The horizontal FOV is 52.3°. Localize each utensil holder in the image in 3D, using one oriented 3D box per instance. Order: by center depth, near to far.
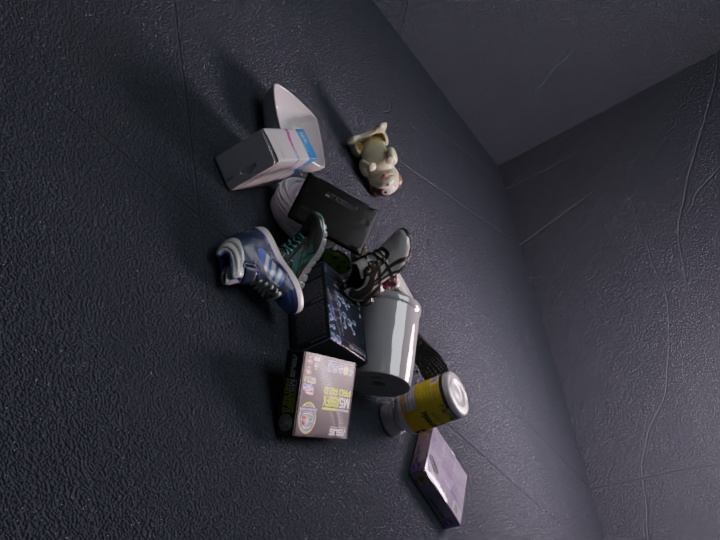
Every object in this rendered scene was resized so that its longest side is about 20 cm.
[{"bbox_3d":[0.050,0.173,1.713,0.170,0.168,0.202,39,49,-44],"label":"utensil holder"}]

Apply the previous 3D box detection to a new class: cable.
[{"bbox_3d":[-0.117,-0.138,1.744,0.200,0.070,0.199,45,31,18],"label":"cable"}]

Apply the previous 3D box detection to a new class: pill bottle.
[{"bbox_3d":[0.150,0.329,1.769,0.111,0.198,0.112,45,30,-36],"label":"pill bottle"}]

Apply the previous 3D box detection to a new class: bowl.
[{"bbox_3d":[-0.183,-0.357,1.899,0.199,0.074,0.202,33,39,-52],"label":"bowl"}]

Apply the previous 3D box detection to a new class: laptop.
[{"bbox_3d":[-0.064,-0.136,1.707,0.186,0.116,0.202,27,61,-8],"label":"laptop"}]

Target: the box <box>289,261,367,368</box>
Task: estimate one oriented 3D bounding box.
[{"bbox_3d":[-0.074,0.111,1.627,0.148,0.106,0.202,39,35,-46],"label":"box"}]

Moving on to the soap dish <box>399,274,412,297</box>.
[{"bbox_3d":[0.065,0.071,1.970,0.199,0.081,0.159,6,52,-62],"label":"soap dish"}]

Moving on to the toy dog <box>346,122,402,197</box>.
[{"bbox_3d":[0.050,-0.331,2.324,0.202,0.138,0.194,66,-13,7],"label":"toy dog"}]

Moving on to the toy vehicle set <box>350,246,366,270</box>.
[{"bbox_3d":[0.000,0.000,1.778,0.201,0.026,0.125,86,-8,-53],"label":"toy vehicle set"}]

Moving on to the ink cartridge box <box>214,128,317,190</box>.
[{"bbox_3d":[-0.209,-0.252,1.650,0.086,0.143,0.200,64,24,0],"label":"ink cartridge box"}]

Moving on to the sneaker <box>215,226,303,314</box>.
[{"bbox_3d":[-0.212,0.022,1.462,0.146,0.080,0.202,-32,98,-42],"label":"sneaker"}]

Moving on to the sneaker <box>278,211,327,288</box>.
[{"bbox_3d":[-0.141,-0.035,1.563,0.091,0.202,0.077,19,8,-42],"label":"sneaker"}]

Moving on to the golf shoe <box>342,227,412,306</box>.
[{"bbox_3d":[0.037,-0.014,1.620,0.094,0.201,0.078,26,11,-47],"label":"golf shoe"}]

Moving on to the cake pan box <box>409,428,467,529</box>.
[{"bbox_3d":[0.205,0.527,1.879,0.201,0.052,0.185,57,27,-17],"label":"cake pan box"}]

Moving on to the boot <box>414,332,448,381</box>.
[{"bbox_3d":[0.162,0.209,1.888,0.201,0.067,0.131,54,5,5],"label":"boot"}]

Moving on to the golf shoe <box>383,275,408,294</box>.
[{"bbox_3d":[0.068,0.032,1.829,0.201,0.075,0.092,59,7,-28],"label":"golf shoe"}]

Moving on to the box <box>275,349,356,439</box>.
[{"bbox_3d":[-0.084,0.252,1.471,0.199,0.044,0.163,25,70,-56],"label":"box"}]

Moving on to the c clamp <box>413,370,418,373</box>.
[{"bbox_3d":[0.038,0.184,1.820,0.169,0.027,0.202,-12,73,-33],"label":"c clamp"}]

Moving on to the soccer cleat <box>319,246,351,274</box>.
[{"bbox_3d":[-0.090,-0.056,1.813,0.200,0.067,0.082,37,30,-44],"label":"soccer cleat"}]
